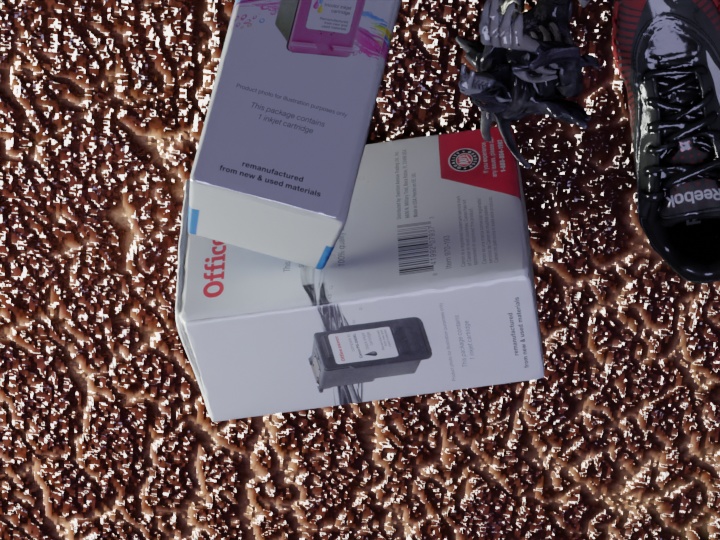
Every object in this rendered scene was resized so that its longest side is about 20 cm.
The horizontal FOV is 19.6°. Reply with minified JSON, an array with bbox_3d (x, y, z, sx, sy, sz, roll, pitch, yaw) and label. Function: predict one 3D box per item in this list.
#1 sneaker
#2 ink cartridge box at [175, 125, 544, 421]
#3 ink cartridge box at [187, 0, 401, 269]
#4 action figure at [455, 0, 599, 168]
[{"bbox_3d":[0.188,-0.079,1.200,0.070,0.098,0.201,-9,118,8],"label":"sneaker"},{"bbox_3d":[0.000,0.000,1.216,0.199,0.146,0.084,-8,129,6],"label":"ink cartridge box"},{"bbox_3d":[-0.028,-0.117,1.104,0.084,0.145,0.201,15,79,-3],"label":"ink cartridge box"},{"bbox_3d":[0.087,-0.155,1.151,0.102,0.119,0.201,0,118,-36],"label":"action figure"}]
